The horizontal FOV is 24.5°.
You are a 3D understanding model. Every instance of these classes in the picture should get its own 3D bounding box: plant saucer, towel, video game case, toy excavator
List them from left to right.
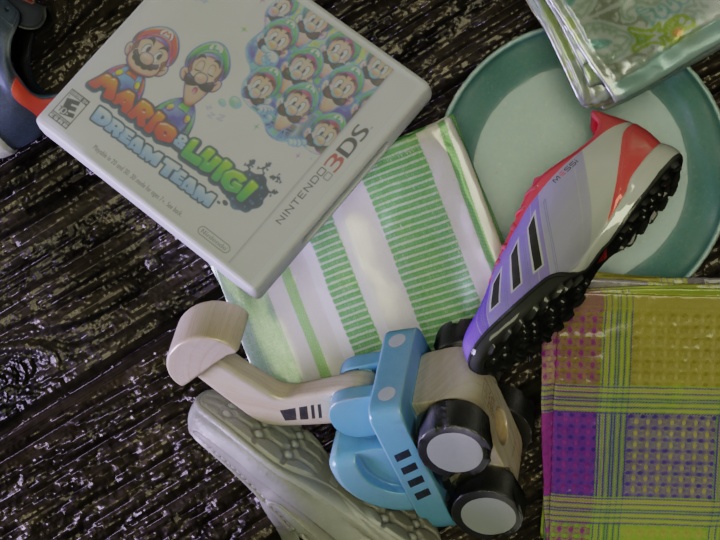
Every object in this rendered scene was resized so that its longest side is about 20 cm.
[{"bbox_3d":[-0.085,-0.108,1.102,0.200,0.024,0.182,37,78,17],"label":"video game case"},{"bbox_3d":[-0.005,0.092,1.081,0.199,0.100,0.195,-12,128,20],"label":"toy excavator"},{"bbox_3d":[0.000,0.000,1.119,0.199,0.023,0.153,-23,89,17],"label":"towel"},{"bbox_3d":[0.149,-0.065,1.121,0.198,0.036,0.202,0,91,4],"label":"plant saucer"},{"bbox_3d":[0.191,0.097,1.106,0.142,0.023,0.202,0,104,4],"label":"towel"},{"bbox_3d":[0.194,-0.218,1.088,0.199,0.048,0.172,-29,81,-6],"label":"towel"}]

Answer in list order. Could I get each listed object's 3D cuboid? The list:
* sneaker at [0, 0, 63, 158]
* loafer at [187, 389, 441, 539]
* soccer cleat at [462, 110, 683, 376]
[{"bbox_3d":[-0.262,-0.182,1.135,0.084,0.075,0.201,-27,98,6],"label":"sneaker"},{"bbox_3d":[-0.038,0.156,1.119,0.200,0.070,0.070,37,113,2],"label":"loafer"},{"bbox_3d":[0.122,-0.018,1.059,0.073,0.068,0.200,37,74,21],"label":"soccer cleat"}]
